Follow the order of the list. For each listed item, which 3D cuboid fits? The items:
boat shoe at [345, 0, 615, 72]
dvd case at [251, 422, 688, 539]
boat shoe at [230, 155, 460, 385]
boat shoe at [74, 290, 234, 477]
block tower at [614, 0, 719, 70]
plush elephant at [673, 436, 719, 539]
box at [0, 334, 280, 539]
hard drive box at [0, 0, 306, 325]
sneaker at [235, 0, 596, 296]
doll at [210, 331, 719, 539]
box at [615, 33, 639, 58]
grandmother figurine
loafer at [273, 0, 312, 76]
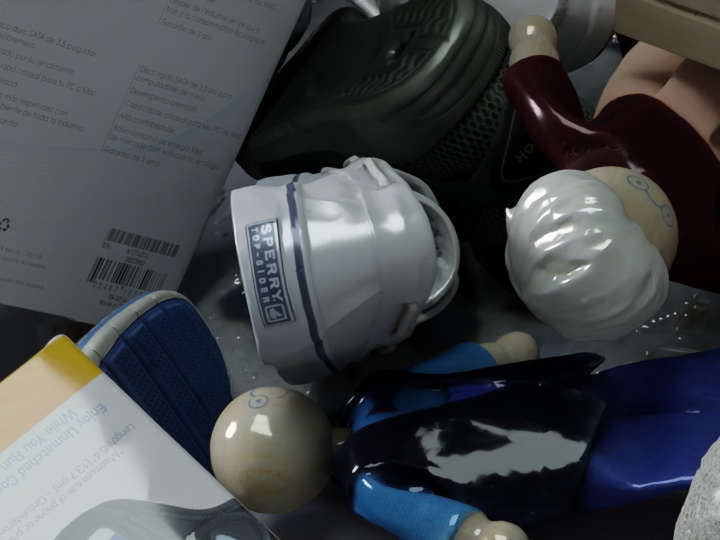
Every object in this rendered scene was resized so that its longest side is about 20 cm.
[{"bbox_3d":[0.032,-0.111,0.956,0.069,0.071,0.200,2,5,-22],"label":"boat shoe"},{"bbox_3d":[0.004,0.117,0.778,0.149,0.016,0.200,21,51,36],"label":"dvd case"},{"bbox_3d":[0.000,0.000,0.825,0.065,0.074,0.200,-11,4,2],"label":"boat shoe"},{"bbox_3d":[-0.105,0.077,0.816,0.072,0.072,0.200,-17,25,31],"label":"boat shoe"},{"bbox_3d":[0.160,-0.138,0.850,0.058,0.054,0.200,24,46,26],"label":"block tower"},{"bbox_3d":[0.151,0.079,0.651,0.155,0.165,0.200,15,9,-28],"label":"plush elephant"},{"bbox_3d":[-0.058,0.123,0.701,0.200,0.042,0.119,43,62,16],"label":"box"},{"bbox_3d":[-0.102,-0.092,0.878,0.077,0.156,0.200,32,101,37],"label":"hard drive box"},{"bbox_3d":[0.025,-0.041,0.924,0.076,0.114,0.199,-54,20,-15],"label":"sneaker"},{"bbox_3d":[0.053,0.049,0.793,0.199,0.049,0.137,-7,25,3],"label":"doll"},{"bbox_3d":[0.137,-0.145,0.986,0.099,0.096,0.200,-11,39,3],"label":"box"},{"bbox_3d":[0.093,-0.037,0.812,0.121,0.061,0.200,33,32,4],"label":"grandmother figurine"},{"bbox_3d":[-0.120,-0.113,0.988,0.200,0.063,0.072,21,43,-11],"label":"loafer"}]
